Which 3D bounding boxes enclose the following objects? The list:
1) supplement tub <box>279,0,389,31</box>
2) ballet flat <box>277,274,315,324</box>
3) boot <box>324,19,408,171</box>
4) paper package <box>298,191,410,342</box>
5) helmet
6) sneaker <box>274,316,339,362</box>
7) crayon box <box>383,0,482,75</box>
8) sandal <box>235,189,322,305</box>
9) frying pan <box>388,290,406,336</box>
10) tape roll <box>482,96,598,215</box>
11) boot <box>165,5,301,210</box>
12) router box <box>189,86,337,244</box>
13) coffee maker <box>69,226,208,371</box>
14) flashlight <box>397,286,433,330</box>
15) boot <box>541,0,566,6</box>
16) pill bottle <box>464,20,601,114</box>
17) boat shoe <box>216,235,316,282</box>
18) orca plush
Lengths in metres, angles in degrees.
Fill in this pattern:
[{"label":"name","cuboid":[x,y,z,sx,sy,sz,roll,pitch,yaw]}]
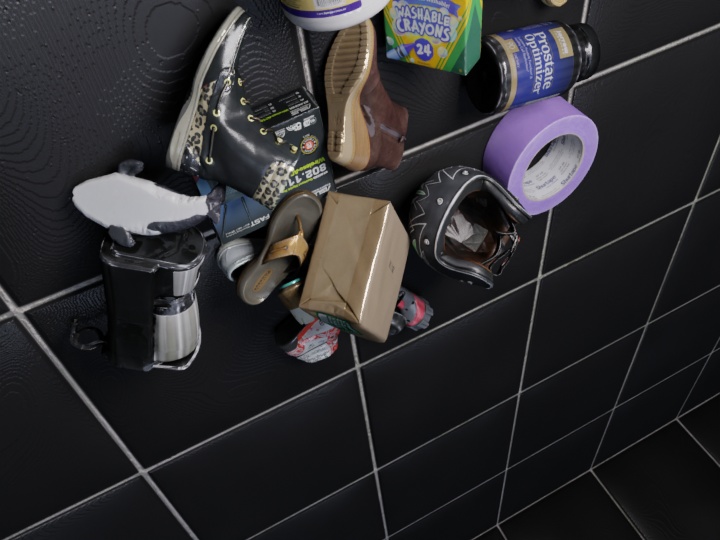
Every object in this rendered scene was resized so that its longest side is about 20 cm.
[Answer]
[{"label":"supplement tub","cuboid":[-0.042,-0.381,0.638,0.143,0.147,0.203,-27,139,-8]},{"label":"ballet flat","cuboid":[-0.094,0.048,0.983,0.066,0.074,0.200,-19,-178,-6]},{"label":"boot","cuboid":[0.018,-0.246,0.877,0.165,0.071,0.206,-11,115,-56]},{"label":"paper package","cuboid":[0.000,0.000,0.954,0.200,0.100,0.196,46,57,-71]},{"label":"helmet","cuboid":[0.172,-0.081,1.035,0.188,0.201,0.203,30,116,-2]},{"label":"sneaker","cuboid":[-0.058,0.095,1.142,0.200,0.068,0.108,-37,141,8]},{"label":"crayon box","cuboid":[0.088,-0.360,0.760,0.052,0.123,0.203,-50,149,-33]},{"label":"sandal","cuboid":[-0.116,-0.024,0.895,0.081,0.055,0.202,26,107,-43]},{"label":"frying pan","cuboid":[0.058,0.093,1.173,0.113,0.032,0.188,24,150,-32]},{"label":"tape roll","cuboid":[0.325,-0.208,1.102,0.195,0.086,0.204,-18,137,-18]},{"label":"boot","cuboid":[-0.135,-0.191,0.745,0.151,0.074,0.208,25,97,-14]},{"label":"router box","cuboid":[-0.139,-0.145,0.858,0.196,0.063,0.152,-26,140,-11]},{"label":"coffee maker","cuboid":[-0.315,0.035,0.855,0.187,0.136,0.204,-9,133,-26]},{"label":"flashlight","cuboid":[0.066,0.058,1.195,0.067,0.070,0.198,-14,151,37]},{"label":"boot","cuboid":[0.344,-0.445,0.833,0.071,0.157,0.203,6,125,-37]},{"label":"pill bottle","cuboid":[0.266,-0.318,0.936,0.195,0.113,0.114,-19,138,-18]},{"label":"boat shoe","cuboid":[-0.131,-0.014,0.981,0.196,0.072,0.071,-8,133,-28]},{"label":"orca plush","cuboid":[-0.268,-0.092,0.796,0.194,0.109,0.071,-11,-177,5]}]
